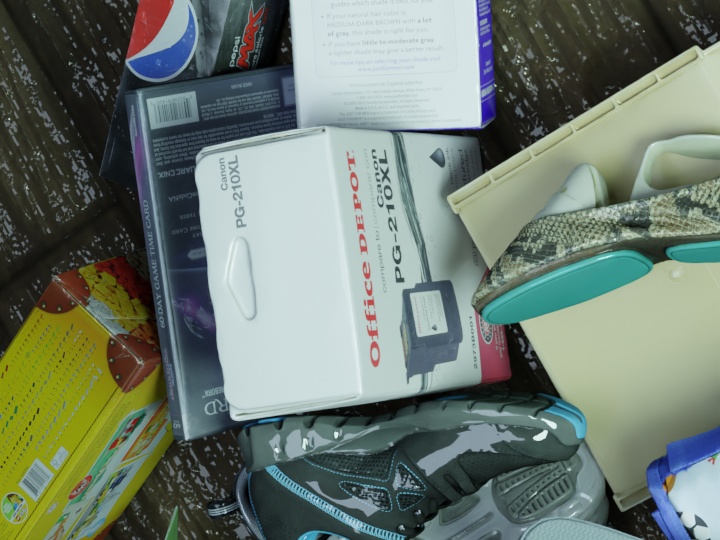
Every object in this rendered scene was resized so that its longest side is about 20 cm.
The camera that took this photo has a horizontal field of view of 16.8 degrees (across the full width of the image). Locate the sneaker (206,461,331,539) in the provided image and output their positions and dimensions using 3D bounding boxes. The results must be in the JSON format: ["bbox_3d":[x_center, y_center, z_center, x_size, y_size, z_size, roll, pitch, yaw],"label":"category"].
[{"bbox_3d":[0.009,0.126,1.417,0.199,0.114,0.076,-8,96,26],"label":"sneaker"}]

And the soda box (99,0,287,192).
[{"bbox_3d":[-0.091,-0.141,1.439,0.063,0.071,0.201,23,108,25],"label":"soda box"}]

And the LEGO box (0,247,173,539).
[{"bbox_3d":[-0.170,0.089,1.475,0.077,0.149,0.200,41,113,13],"label":"LEGO box"}]

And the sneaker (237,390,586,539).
[{"bbox_3d":[0.032,0.111,1.328,0.199,0.073,0.082,-9,87,25],"label":"sneaker"}]

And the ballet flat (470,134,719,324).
[{"bbox_3d":[0.149,-0.028,1.257,0.199,0.068,0.076,-14,71,21],"label":"ballet flat"}]

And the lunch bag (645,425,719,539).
[{"bbox_3d":[0.263,0.122,1.243,0.170,0.124,0.200,-29,131,24],"label":"lunch bag"}]

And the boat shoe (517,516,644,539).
[{"bbox_3d":[0.167,0.176,1.196,0.199,0.074,0.067,23,150,8],"label":"boat shoe"}]

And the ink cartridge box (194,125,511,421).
[{"bbox_3d":[0.000,0.000,1.341,0.084,0.200,0.146,-9,87,26],"label":"ink cartridge box"}]

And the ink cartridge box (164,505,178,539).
[{"bbox_3d":[-0.107,0.252,1.449,0.059,0.201,0.104,9,134,6],"label":"ink cartridge box"}]

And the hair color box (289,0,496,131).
[{"bbox_3d":[0.016,-0.180,1.378,0.109,0.065,0.201,-1,101,12],"label":"hair color box"}]

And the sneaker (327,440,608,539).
[{"bbox_3d":[0.058,0.171,1.379,0.199,0.099,0.078,-26,53,5],"label":"sneaker"}]

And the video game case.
[{"bbox_3d":[-0.061,-0.015,1.413,0.019,0.142,0.201,2,102,51],"label":"video game case"}]

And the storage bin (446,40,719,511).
[{"bbox_3d":[0.183,-0.006,1.325,0.198,0.094,0.201,-31,85,26],"label":"storage bin"}]
